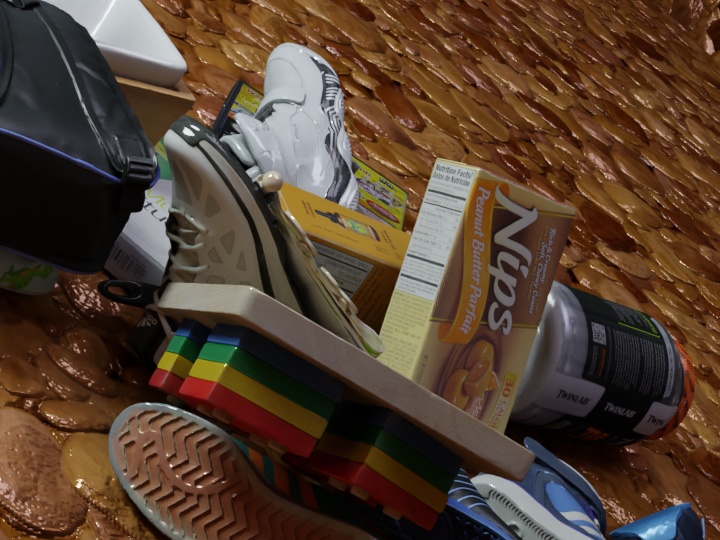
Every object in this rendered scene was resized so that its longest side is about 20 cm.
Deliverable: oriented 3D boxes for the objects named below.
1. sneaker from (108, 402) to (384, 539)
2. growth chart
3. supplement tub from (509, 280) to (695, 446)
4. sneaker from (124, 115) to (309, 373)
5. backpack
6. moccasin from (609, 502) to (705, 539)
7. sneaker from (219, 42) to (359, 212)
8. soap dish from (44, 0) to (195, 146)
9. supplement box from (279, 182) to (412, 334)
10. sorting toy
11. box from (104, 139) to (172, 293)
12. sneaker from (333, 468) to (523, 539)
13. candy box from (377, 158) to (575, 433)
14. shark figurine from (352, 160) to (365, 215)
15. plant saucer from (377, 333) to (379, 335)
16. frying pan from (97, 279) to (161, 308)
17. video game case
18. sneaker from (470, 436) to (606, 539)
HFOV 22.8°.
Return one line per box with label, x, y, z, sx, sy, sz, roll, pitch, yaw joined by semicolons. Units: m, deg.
sneaker;-0.064;0.149;1.084;0.199;0.072;0.080;33;-3;7
growth chart;-0.026;0.020;1.200;0.201;0.018;0.145;58;-15;-13
supplement tub;0.192;0.083;1.534;0.199;0.123;0.123;18;28;-41
sneaker;-0.110;0.004;1.173;0.076;0.115;0.202;37;-25;52
backpack;-0.247;-0.093;1.158;0.182;0.147;0.201;19;32;-37
moccasin;0.228;0.222;1.364;0.069;0.080;0.200;68;12;9
sneaker;-0.072;-0.115;1.444;0.114;0.075;0.201;15;48;-36
soap dish;-0.229;-0.169;1.373;0.156;0.082;0.200;12;22;-29
supplement box;0.000;0.000;1.394;0.199;0.069;0.067;24;24;-34
sorting toy;-0.027;0.087;1.077;0.198;0.070;0.200;31;-10;-17
box;-0.169;-0.054;1.359;0.144;0.036;0.200;39;20;4
sneaker;0.064;0.169;1.228;0.200;0.070;0.078;39;28;7
candy box;0.082;0.028;1.365;0.115;0.202;0.055;19;-2;-42
shark figurine;-0.002;-0.059;1.517;0.214;0.090;0.128;38;46;-2
plant saucer;0.011;0.043;1.455;0.199;0.031;0.200;33;22;-15
frying pan;-0.093;0.045;1.267;0.189;0.031;0.116;-16;80;-38
video game case;-0.047;-0.085;1.631;0.199;0.026;0.181;34;22;-9
sneaker;0.166;0.208;1.294;0.200;0.081;0.146;42;23;19
